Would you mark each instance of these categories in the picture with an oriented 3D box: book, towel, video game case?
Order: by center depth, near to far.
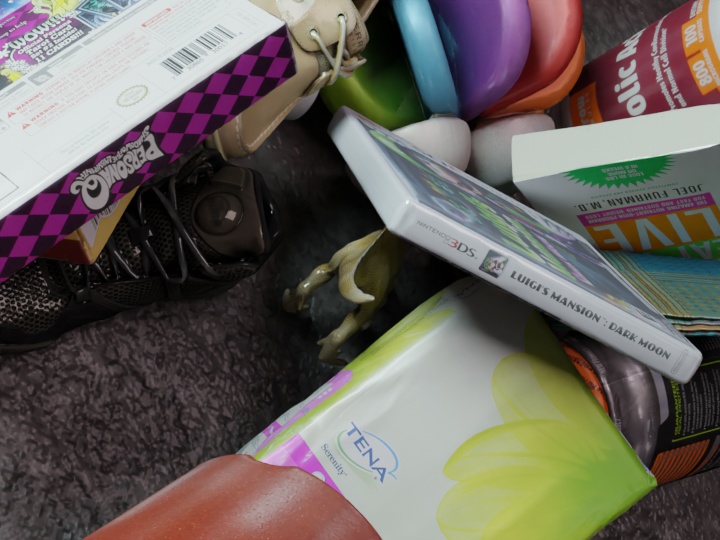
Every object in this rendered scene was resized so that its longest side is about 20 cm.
[{"bbox_3d":[-0.160,-0.083,0.679,0.200,0.181,0.036,-39,139,-23],"label":"video game case"},{"bbox_3d":[0.077,-0.020,0.805,0.181,0.023,0.200,27,13,-18],"label":"video game case"},{"bbox_3d":[0.154,0.013,0.920,0.199,0.147,0.022,4,106,-6],"label":"towel"},{"bbox_3d":[0.194,-0.046,0.965,0.200,0.133,0.048,39,48,-57],"label":"book"}]

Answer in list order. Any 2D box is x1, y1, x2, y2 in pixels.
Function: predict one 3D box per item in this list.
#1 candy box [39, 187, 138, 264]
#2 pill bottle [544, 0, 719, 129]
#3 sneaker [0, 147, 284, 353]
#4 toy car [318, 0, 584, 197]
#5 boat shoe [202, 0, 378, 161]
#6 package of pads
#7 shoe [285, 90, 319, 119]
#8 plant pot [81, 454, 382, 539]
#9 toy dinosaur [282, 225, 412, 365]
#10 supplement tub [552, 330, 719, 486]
[{"bbox_3d":[-0.152,-0.096,0.754,0.057,0.116,0.200,74,31,-45],"label":"candy box"},{"bbox_3d":[0.213,-0.112,1.020,0.114,0.200,0.115,19,58,-33],"label":"pill bottle"},{"bbox_3d":[-0.121,-0.014,0.751,0.199,0.114,0.077,-11,77,-38],"label":"sneaker"},{"bbox_3d":[0.064,-0.142,0.942,0.199,0.150,0.176,-8,75,-42],"label":"toy car"},{"bbox_3d":[-0.027,-0.137,0.814,0.065,0.072,0.200,15,54,17],"label":"boat shoe"},{"bbox_3d":[0.038,0.111,0.802,0.200,0.068,0.155,-36,96,-11],"label":"package of pads"},{"bbox_3d":[-0.078,-0.187,0.902,0.091,0.071,0.201,13,57,-34],"label":"shoe"},{"bbox_3d":[-0.084,0.191,0.645,0.201,0.200,0.195,58,38,-3],"label":"plant pot"},{"bbox_3d":[0.000,0.000,0.845,0.058,0.101,0.200,42,25,6],"label":"toy dinosaur"},{"bbox_3d":[0.174,0.081,0.950,0.199,0.122,0.123,-6,74,-42],"label":"supplement tub"}]
